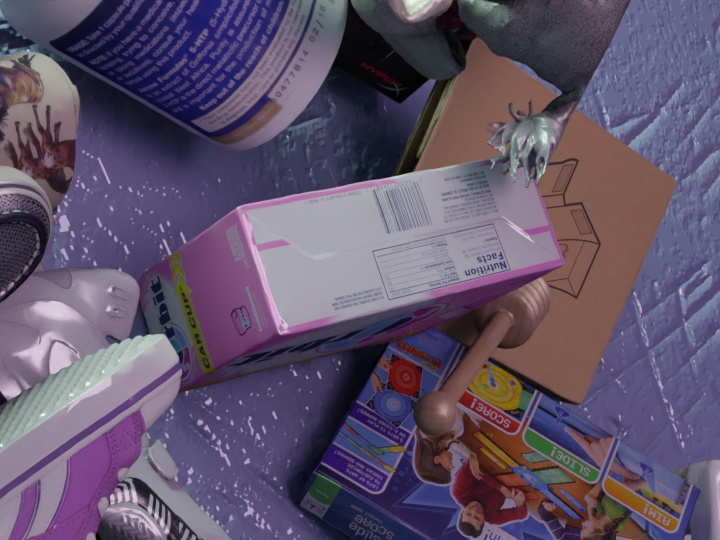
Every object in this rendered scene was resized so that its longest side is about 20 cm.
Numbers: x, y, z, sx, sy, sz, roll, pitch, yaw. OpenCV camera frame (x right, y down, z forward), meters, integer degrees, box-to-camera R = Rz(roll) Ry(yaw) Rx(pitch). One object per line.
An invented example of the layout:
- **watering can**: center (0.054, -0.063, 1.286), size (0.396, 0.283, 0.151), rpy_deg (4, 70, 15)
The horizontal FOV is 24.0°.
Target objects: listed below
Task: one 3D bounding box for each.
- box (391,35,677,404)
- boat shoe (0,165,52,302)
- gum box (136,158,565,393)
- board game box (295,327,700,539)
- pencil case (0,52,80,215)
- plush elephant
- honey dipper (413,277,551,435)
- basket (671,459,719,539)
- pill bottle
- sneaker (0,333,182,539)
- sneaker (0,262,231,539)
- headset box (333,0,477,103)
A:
- **box**: center (0.099, -0.025, 1.042), size (0.199, 0.021, 0.164), rpy_deg (29, 82, -36)
- **boat shoe**: center (-0.187, 0.038, 0.660), size (0.200, 0.093, 0.075), rpy_deg (-36, 140, -24)
- **gum box**: center (0.000, 0.000, 0.879), size (0.199, 0.113, 0.067), rpy_deg (-12, 79, -37)
- **board game box**: center (0.080, 0.124, 0.932), size (0.199, 0.035, 0.136), rpy_deg (32, 46, 2)
- **pencil case**: center (-0.215, -0.041, 0.719), size (0.199, 0.089, 0.078), rpy_deg (-19, 75, -47)
- **plush elephant**: center (0.062, -0.161, 0.862), size (0.154, 0.165, 0.201), rpy_deg (27, 83, 3)
- **honey dipper**: center (0.067, 0.044, 0.928), size (0.038, 0.038, 0.200), rpy_deg (61, 24, -7)
- **basket**: center (0.235, 0.211, 1.057), size (0.199, 0.123, 0.137), rpy_deg (20, 59, -39)
- **pill bottle**: center (-0.114, -0.154, 0.853), size (0.199, 0.119, 0.121), rpy_deg (29, 53, -36)
- **sneaker**: center (-0.130, 0.121, 0.673), size (0.200, 0.073, 0.115), rpy_deg (-42, 106, -20)
- **sneaker**: center (-0.117, 0.071, 0.779), size (0.200, 0.075, 0.115), rpy_deg (37, 51, -25)
- **headset box**: center (0.035, -0.207, 0.969), size (0.148, 0.200, 0.075), rpy_deg (26, 39, -37)
